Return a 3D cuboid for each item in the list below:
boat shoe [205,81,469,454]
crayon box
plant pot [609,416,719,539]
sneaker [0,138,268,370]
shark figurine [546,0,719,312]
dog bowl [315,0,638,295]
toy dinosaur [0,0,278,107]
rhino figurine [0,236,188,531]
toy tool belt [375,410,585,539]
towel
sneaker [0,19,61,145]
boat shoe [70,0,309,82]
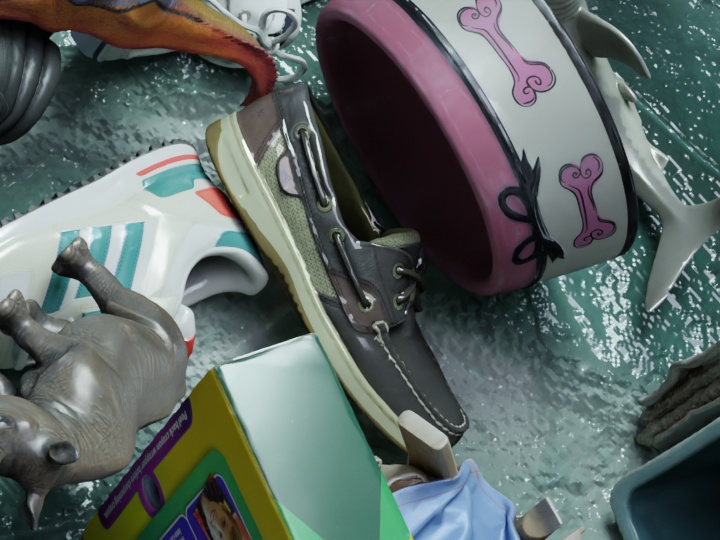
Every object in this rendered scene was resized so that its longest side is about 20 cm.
[{"bbox_3d":[0.000,-0.001,1.462,0.201,0.066,0.072,57,16,0],"label":"boat shoe"},{"bbox_3d":[-0.039,0.149,1.307,0.058,0.200,0.173,-18,73,-29],"label":"crayon box"},{"bbox_3d":[0.283,0.141,1.467,0.200,0.196,0.196,-14,74,-36],"label":"plant pot"},{"bbox_3d":[-0.128,0.015,1.415,0.200,0.070,0.093,-32,74,-36],"label":"sneaker"},{"bbox_3d":[0.110,-0.084,1.589,0.089,0.128,0.215,-30,97,-8],"label":"shark figurine"},{"bbox_3d":[0.051,-0.076,1.479,0.074,0.200,0.200,-32,80,-13],"label":"dog bowl"},{"bbox_3d":[-0.117,-0.133,1.371,0.181,0.105,0.200,-38,108,-39],"label":"toy dinosaur"},{"bbox_3d":[-0.132,0.054,1.294,0.087,0.060,0.200,38,24,1],"label":"rhino figurine"},{"bbox_3d":[0.060,0.165,1.391,0.125,0.123,0.200,-32,81,-33],"label":"toy tool belt"},{"bbox_3d":[0.230,0.043,1.487,0.132,0.200,0.035,-8,75,-27],"label":"towel"},{"bbox_3d":[-0.199,-0.135,1.414,0.099,0.071,0.200,32,29,-42],"label":"sneaker"},{"bbox_3d":[-0.056,-0.136,1.533,0.202,0.075,0.086,-33,83,-43],"label":"boat shoe"}]
